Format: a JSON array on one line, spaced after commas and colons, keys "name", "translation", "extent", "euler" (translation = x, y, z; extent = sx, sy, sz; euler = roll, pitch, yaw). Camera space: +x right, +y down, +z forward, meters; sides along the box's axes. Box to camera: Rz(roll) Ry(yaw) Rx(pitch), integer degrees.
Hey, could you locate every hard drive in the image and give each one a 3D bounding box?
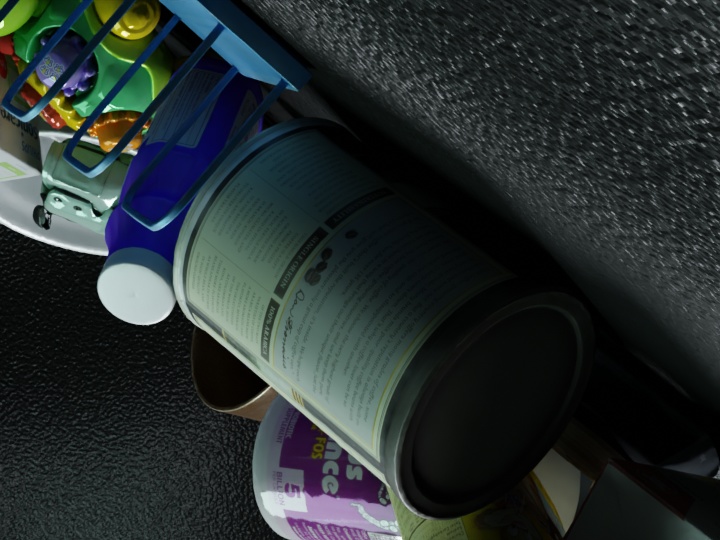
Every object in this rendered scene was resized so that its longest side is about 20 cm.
[{"name": "hard drive", "translation": [0.158, 0.090, 1.402], "extent": [0.135, 0.042, 0.200], "euler": [39, 176, 14]}]

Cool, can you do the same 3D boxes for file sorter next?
[{"name": "file sorter", "translation": [-0.152, -0.132, 1.252], "extent": [0.200, 0.123, 0.139], "euler": [41, 177, -17]}]

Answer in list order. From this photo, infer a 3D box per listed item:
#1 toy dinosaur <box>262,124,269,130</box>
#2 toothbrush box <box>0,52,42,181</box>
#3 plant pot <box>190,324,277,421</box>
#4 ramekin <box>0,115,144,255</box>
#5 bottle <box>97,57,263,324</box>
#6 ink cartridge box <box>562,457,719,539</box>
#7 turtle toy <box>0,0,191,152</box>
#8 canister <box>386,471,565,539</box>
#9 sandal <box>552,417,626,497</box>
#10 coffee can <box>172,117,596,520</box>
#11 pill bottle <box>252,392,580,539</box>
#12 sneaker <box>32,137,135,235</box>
[{"name": "toy dinosaur", "translation": [-0.126, -0.115, 1.613], "extent": [0.200, 0.060, 0.106], "euler": [38, -173, -1]}, {"name": "toothbrush box", "translation": [-0.286, -0.168, 1.552], "extent": [0.146, 0.086, 0.201], "euler": [41, -138, -76]}, {"name": "plant pot", "translation": [-0.007, 0.062, 1.904], "extent": [0.200, 0.187, 0.187], "euler": [25, -176, -30]}, {"name": "ramekin", "translation": [-0.210, -0.099, 1.805], "extent": [0.200, 0.098, 0.201], "euler": [7, 154, 3]}, {"name": "bottle", "translation": [-0.110, -0.047, 1.388], "extent": [0.065, 0.200, 0.084], "euler": [13, 131, 4]}, {"name": "ink cartridge box", "translation": [0.221, 0.172, 1.300], "extent": [0.200, 0.068, 0.116], "euler": [15, -162, -48]}, {"name": "turtle toy", "translation": [-0.189, -0.154, 1.493], "extent": [0.200, 0.101, 0.146], "euler": [51, 170, -37]}, {"name": "canister", "translation": [0.084, 0.189, 1.306], "extent": [0.149, 0.086, 0.200], "euler": [54, -169, -35]}, {"name": "sandal", "translation": [0.155, 0.161, 1.395], "extent": [0.078, 0.070, 0.212], "euler": [36, 175, 46]}, {"name": "coffee can", "translation": [0.011, 0.023, 1.275], "extent": [0.200, 0.146, 0.146], "euler": [38, 176, 36]}, {"name": "pill bottle", "translation": [0.038, 0.132, 1.500], "extent": [0.200, 0.113, 0.112], "euler": [3, 155, 31]}, {"name": "sneaker", "translation": [-0.152, -0.048, 1.535], "extent": [0.118, 0.074, 0.200], "euler": [21, 169, -24]}]
